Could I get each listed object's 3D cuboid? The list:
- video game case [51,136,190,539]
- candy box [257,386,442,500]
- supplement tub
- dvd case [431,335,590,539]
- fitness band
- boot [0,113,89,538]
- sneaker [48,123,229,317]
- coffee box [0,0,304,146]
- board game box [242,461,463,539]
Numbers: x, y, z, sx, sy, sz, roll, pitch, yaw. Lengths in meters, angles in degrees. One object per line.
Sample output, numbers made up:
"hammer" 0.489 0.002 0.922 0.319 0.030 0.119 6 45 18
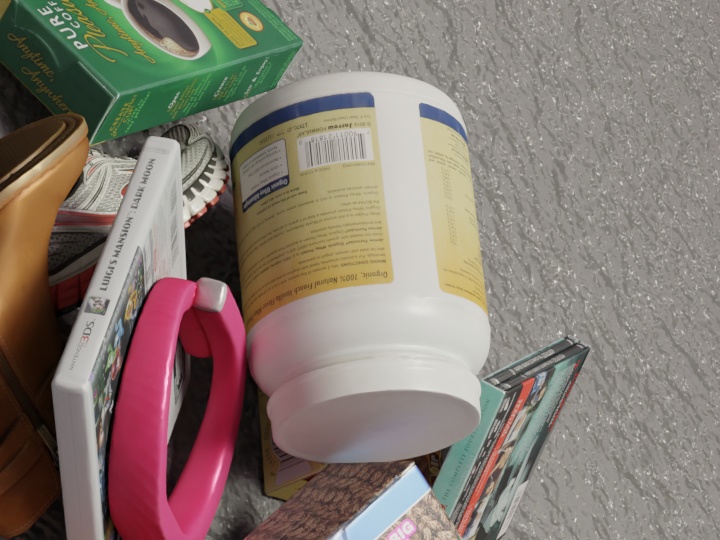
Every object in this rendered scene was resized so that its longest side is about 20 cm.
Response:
"video game case" -0.128 0.059 1.570 0.200 0.023 0.182 92 11 -48
"candy box" -0.010 0.051 1.806 0.115 0.055 0.201 21 57 -45
"supplement tub" 0.000 0.000 1.693 0.144 0.144 0.201 21 55 -46
"dvd case" 0.083 0.120 1.800 0.022 0.146 0.200 27 15 16
"fitness band" -0.099 0.085 1.591 0.200 0.037 0.144 75 27 -70
"boot" -0.178 0.029 1.545 0.155 0.077 0.200 52 56 -28
"sneaker" -0.145 -0.044 1.661 0.082 0.078 0.200 60 35 -9
"coffee box" -0.135 -0.144 1.719 0.123 0.044 0.200 43 31 14
"board game box" 0.003 0.235 1.640 0.159 0.097 0.200 -39 106 -28
